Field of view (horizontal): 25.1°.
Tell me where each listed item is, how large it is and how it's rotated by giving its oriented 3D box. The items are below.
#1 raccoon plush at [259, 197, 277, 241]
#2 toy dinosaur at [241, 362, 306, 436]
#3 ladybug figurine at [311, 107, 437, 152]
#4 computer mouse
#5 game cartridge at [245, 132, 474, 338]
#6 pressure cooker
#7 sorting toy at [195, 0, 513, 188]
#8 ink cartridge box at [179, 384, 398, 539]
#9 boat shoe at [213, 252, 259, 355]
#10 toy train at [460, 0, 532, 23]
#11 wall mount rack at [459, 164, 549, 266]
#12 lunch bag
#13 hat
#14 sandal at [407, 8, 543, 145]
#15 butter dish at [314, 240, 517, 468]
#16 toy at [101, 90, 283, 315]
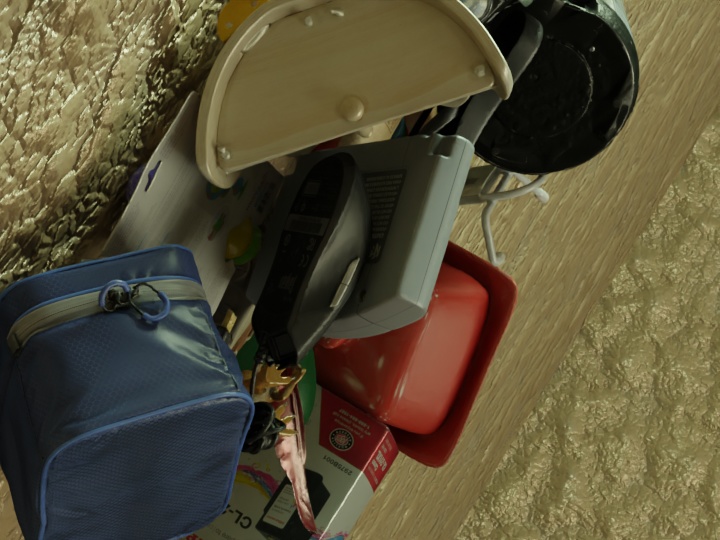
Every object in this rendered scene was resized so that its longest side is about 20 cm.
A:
[{"bbox_3d":[0.000,0.000,1.277,0.133,0.199,0.098,7,92,-33],"label":"raccoon plush"},{"bbox_3d":[-0.098,0.109,1.217,0.199,0.061,0.106,-34,-170,-39],"label":"toy dinosaur"},{"bbox_3d":[0.007,-0.117,1.322,0.137,0.071,0.200,-59,165,-12],"label":"ladybug figurine"},{"bbox_3d":[-0.047,0.024,1.057,0.140,0.046,0.202,-1,-112,63],"label":"computer mouse"},{"bbox_3d":[-0.005,-0.021,1.098,0.199,0.041,0.135,-1,-108,57],"label":"game cartridge"},{"bbox_3d":[0.153,-0.196,1.411,0.201,0.176,0.178,-86,-174,-58],"label":"pressure cooker"},{"bbox_3d":[-0.002,-0.120,1.062,0.198,0.108,0.180,-17,168,7],"label":"sorting toy"},{"bbox_3d":[-0.079,0.204,1.478,0.201,0.145,0.083,-57,163,-15],"label":"ink cartridge box"},{"bbox_3d":[-0.127,0.060,1.205,0.200,0.075,0.072,-45,162,-38],"label":"boat shoe"},{"bbox_3d":[0.068,-0.220,1.200,0.085,0.114,0.200,-44,-178,14],"label":"toy train"},{"bbox_3d":[0.086,-0.056,1.459,0.174,0.198,0.075,-52,131,-57],"label":"wall mount rack"},{"bbox_3d":[-0.154,0.074,0.985,0.134,0.133,0.201,-12,147,-25],"label":"lunch bag"},{"bbox_3d":[-0.044,0.108,1.357,0.201,0.175,0.166,-56,163,-14],"label":"hat"},{"bbox_3d":[0.070,-0.123,1.284,0.201,0.043,0.076,-58,-159,10],"label":"sandal"},{"bbox_3d":[0.013,0.055,1.499,0.147,0.199,0.201,13,103,-50],"label":"butter dish"},{"bbox_3d":[-0.119,-0.045,1.083,0.116,0.047,0.200,-62,158,-5],"label":"toy"}]
